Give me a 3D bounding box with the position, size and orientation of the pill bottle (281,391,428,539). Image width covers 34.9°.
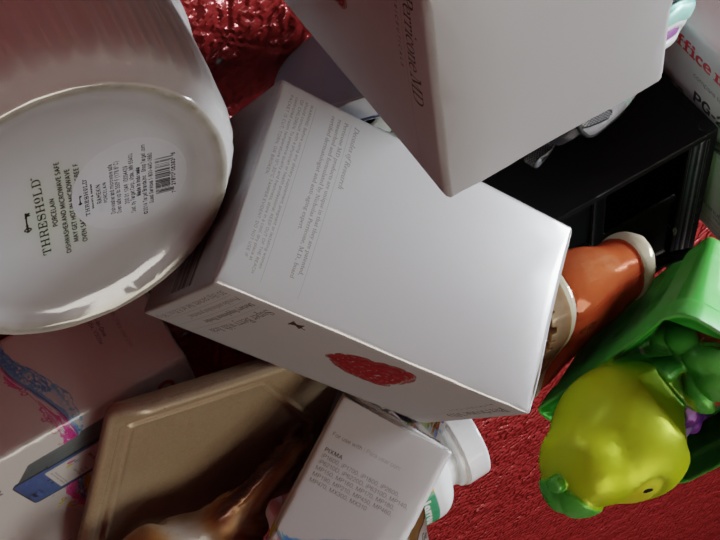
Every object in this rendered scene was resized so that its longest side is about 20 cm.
[{"bbox_3d":[-0.007,0.176,0.924,0.114,0.114,0.200,-12,99,-33],"label":"pill bottle"}]

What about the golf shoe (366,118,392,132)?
[{"bbox_3d":[0.010,-0.068,0.760,0.088,0.077,0.200,11,126,-25],"label":"golf shoe"}]

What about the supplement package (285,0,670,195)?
[{"bbox_3d":[0.030,-0.158,0.507,0.120,0.200,0.121,-29,147,-11],"label":"supplement package"}]

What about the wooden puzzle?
[{"bbox_3d":[-0.099,0.116,0.761,0.185,0.037,0.200,-15,146,-36],"label":"wooden puzzle"}]

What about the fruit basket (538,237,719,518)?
[{"bbox_3d":[0.211,0.101,0.803,0.155,0.216,0.216,27,122,-7],"label":"fruit basket"}]

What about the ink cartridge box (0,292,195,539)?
[{"bbox_3d":[-0.203,0.110,0.755,0.200,0.088,0.145,-31,148,-15],"label":"ink cartridge box"}]

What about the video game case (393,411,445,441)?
[{"bbox_3d":[0.052,0.045,0.877,0.200,0.018,0.143,53,50,-65],"label":"video game case"}]

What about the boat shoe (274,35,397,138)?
[{"bbox_3d":[0.050,-0.108,0.645,0.202,0.075,0.086,-12,143,32],"label":"boat shoe"}]

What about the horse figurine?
[{"bbox_3d":[-0.121,0.187,0.752,0.200,0.050,0.133,-22,156,-32],"label":"horse figurine"}]

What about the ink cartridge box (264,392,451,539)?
[{"bbox_3d":[-0.020,0.189,0.782,0.200,0.086,0.148,-60,175,-5],"label":"ink cartridge box"}]

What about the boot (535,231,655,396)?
[{"bbox_3d":[0.153,0.036,0.858,0.107,0.075,0.200,-26,164,-17],"label":"boot"}]

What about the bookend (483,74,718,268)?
[{"bbox_3d":[0.164,-0.036,0.911,0.200,0.092,0.199,-28,148,-11],"label":"bookend"}]

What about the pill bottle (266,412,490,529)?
[{"bbox_3d":[0.014,0.197,1.052,0.200,0.113,0.113,-27,147,-15],"label":"pill bottle"}]

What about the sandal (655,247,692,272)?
[{"bbox_3d":[0.237,0.017,0.930,0.075,0.048,0.200,-10,168,-28],"label":"sandal"}]

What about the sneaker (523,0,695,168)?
[{"bbox_3d":[0.130,-0.130,0.759,0.200,0.078,0.140,-6,131,-38],"label":"sneaker"}]

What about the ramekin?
[{"bbox_3d":[-0.158,-0.060,0.560,0.200,0.105,0.200,-25,146,-18],"label":"ramekin"}]

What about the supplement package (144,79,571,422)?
[{"bbox_3d":[0.000,0.000,0.663,0.200,0.120,0.121,24,160,-22],"label":"supplement package"}]

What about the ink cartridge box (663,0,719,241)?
[{"bbox_3d":[0.293,-0.120,0.873,0.083,0.145,0.200,-29,148,-7],"label":"ink cartridge box"}]
